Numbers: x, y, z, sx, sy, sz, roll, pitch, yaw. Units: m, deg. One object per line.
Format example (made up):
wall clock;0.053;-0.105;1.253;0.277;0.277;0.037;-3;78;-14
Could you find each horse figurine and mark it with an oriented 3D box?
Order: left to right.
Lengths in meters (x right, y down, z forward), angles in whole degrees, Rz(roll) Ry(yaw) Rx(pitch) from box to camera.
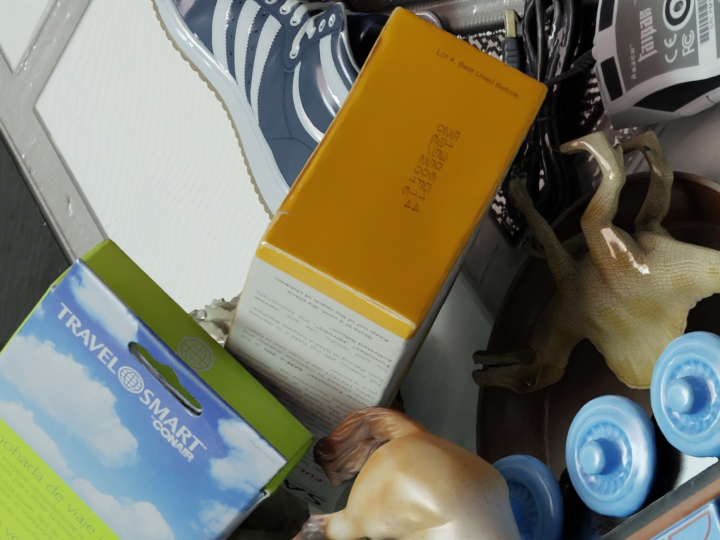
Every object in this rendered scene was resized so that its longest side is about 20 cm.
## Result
horse figurine;0.036;0.122;1.105;0.200;0.050;0.133;55;130;27

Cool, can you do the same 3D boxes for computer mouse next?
computer mouse;0.127;-0.093;1.219;0.200;0.044;0.110;-23;62;53

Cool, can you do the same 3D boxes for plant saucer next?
plant saucer;0.125;0.060;1.200;0.200;0.034;0.202;-12;75;50

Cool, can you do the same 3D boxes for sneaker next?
sneaker;-0.028;-0.117;1.389;0.109;0.070;0.201;-52;54;38

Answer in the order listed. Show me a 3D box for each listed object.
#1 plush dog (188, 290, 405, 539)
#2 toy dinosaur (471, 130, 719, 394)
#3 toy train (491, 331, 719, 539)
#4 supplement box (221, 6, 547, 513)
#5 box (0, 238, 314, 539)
plush dog;-0.075;0.072;1.348;0.199;0.172;0.161;-4;120;40
toy dinosaur;0.111;-0.004;1.171;0.200;0.058;0.102;-25;77;57
toy train;0.125;0.100;1.105;0.200;0.086;0.115;-38;64;41
supplement box;0.000;0.000;1.207;0.126;0.073;0.200;-61;-3;-28
box;-0.106;0.077;1.216;0.122;0.048;0.200;43;135;1
